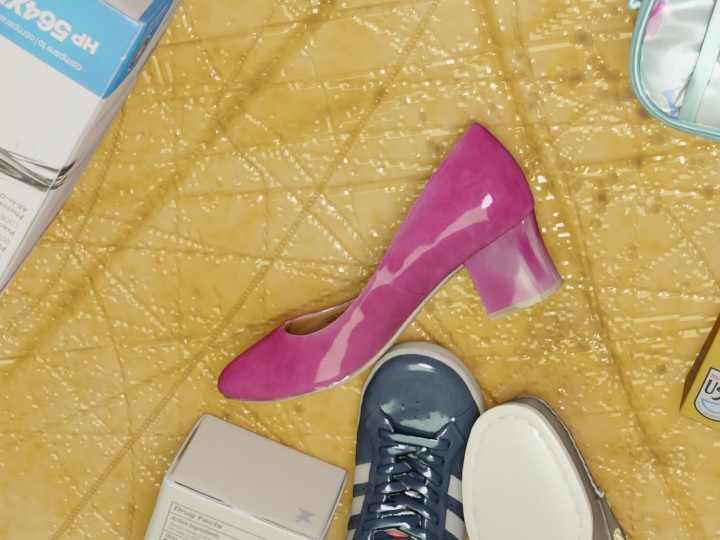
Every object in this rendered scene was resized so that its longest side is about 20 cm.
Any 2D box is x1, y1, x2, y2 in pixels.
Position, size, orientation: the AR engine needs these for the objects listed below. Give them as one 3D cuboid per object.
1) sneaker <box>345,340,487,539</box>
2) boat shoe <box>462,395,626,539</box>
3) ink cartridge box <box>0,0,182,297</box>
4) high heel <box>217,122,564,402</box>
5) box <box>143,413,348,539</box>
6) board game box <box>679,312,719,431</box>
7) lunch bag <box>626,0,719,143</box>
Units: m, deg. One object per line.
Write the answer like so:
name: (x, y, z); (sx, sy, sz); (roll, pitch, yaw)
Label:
sneaker: (0.023, 0.138, 1.447); (0.075, 0.085, 0.201); (8, 117, 10)
boat shoe: (0.108, 0.151, 1.446); (0.072, 0.060, 0.203); (-6, 113, 30)
ink cartridge box: (-0.163, -0.091, 1.348); (0.084, 0.146, 0.200); (32, 118, -4)
high heel: (0.000, 0.000, 1.398); (0.199, 0.067, 0.096); (-21, 103, 25)
box: (-0.083, 0.191, 1.503); (0.095, 0.078, 0.201); (23, 119, 2)
board game box: (0.265, 0.013, 1.348); (0.152, 0.040, 0.201); (23, 119, 3)
lunch bag: (0.210, -0.140, 1.243); (0.160, 0.077, 0.201); (17, 100, 7)
